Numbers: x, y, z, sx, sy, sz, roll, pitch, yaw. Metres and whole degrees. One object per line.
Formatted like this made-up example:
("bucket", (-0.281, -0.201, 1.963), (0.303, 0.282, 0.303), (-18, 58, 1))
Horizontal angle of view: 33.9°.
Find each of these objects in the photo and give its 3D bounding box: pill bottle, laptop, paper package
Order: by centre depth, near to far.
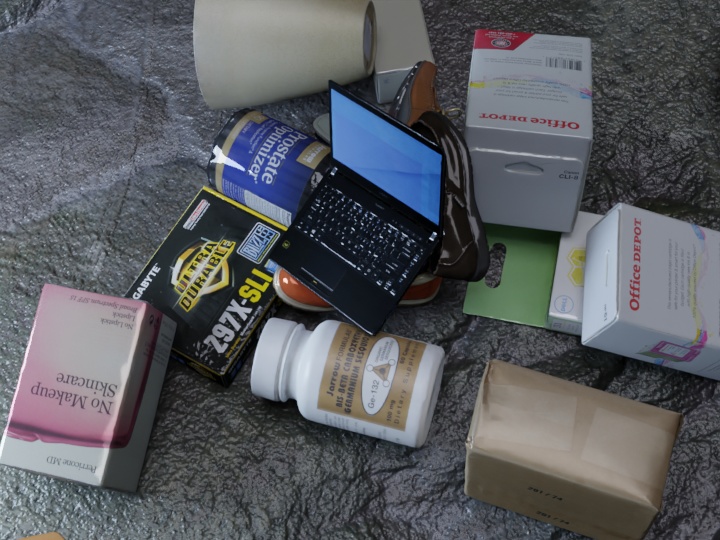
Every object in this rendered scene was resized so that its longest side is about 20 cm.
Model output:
("paper package", (0.211, 0.192, 1.217), (0.198, 0.191, 0.104), (15, 66, 11))
("laptop", (-0.009, -0.067, 1.275), (0.177, 0.103, 0.201), (35, 90, 32))
("pill bottle", (-0.014, 0.117, 1.308), (0.198, 0.115, 0.115), (13, 64, 9))
("pill bottle", (-0.076, -0.108, 1.427), (0.199, 0.112, 0.112), (26, 66, 16))

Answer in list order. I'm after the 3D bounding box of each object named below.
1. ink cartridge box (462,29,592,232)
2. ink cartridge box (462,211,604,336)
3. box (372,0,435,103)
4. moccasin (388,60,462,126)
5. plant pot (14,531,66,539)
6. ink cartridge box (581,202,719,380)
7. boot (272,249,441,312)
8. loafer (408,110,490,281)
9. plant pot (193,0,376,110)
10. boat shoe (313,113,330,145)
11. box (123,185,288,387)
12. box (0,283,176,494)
("ink cartridge box", (0.194, -0.167, 1.401), (0.144, 0.145, 0.201), (7, 44, 5))
("ink cartridge box", (0.232, -0.002, 1.399), (0.198, 0.048, 0.147), (12, 64, 5))
("box", (0.044, -0.324, 1.560), (0.081, 0.069, 0.202), (-8, 63, -1))
("moccasin", (0.075, -0.174, 1.423), (0.077, 0.074, 0.202), (20, 44, -13))
("plant pot", (-0.337, 0.352, 1.168), (0.139, 0.201, 0.201), (-22, 63, -27))
("ink cartridge box", (0.353, 0.027, 1.322), (0.198, 0.085, 0.146), (16, 63, -15))
("boot", (0.000, 0.000, 1.354), (0.198, 0.107, 0.076), (-3, 77, -8))
("loafer", (0.086, -0.083, 1.307), (0.071, 0.073, 0.202), (-10, 75, -22))
("plant pot", (-0.085, -0.290, 1.469), (0.198, 0.188, 0.189), (4, 63, 11))
("boat shoe", (0.025, -0.130, 1.464), (0.199, 0.061, 0.076), (31, 48, 19))
("box", (-0.173, 0.017, 1.404), (0.159, 0.049, 0.201), (28, 67, 13))
("box", (-0.295, 0.130, 1.290), (0.127, 0.109, 0.202), (9, 77, 11))
